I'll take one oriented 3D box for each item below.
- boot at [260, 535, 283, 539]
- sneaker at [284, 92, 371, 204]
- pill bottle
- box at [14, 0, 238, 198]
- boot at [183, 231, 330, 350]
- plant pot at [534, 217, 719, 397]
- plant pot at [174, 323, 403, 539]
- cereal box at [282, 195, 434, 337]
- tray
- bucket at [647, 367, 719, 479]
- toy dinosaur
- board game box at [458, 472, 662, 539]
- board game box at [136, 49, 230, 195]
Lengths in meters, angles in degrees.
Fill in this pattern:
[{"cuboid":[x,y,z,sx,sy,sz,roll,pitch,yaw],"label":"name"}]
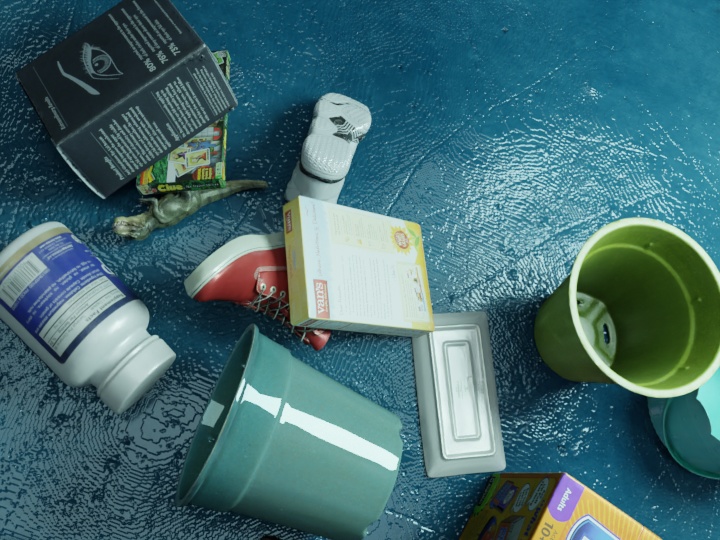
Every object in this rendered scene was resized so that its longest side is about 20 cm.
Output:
[{"cuboid":[-0.050,0.391,0.845,0.198,0.068,0.132,22,77,3],"label":"boot"},{"cuboid":[-0.046,-0.142,0.978,0.074,0.116,0.201,23,38,-5],"label":"sneaker"},{"cuboid":[-0.305,0.056,0.844,0.200,0.120,0.120,44,71,2],"label":"pill bottle"},{"cuboid":[-0.269,-0.209,0.887,0.199,0.105,0.148,-35,59,-5],"label":"box"},{"cuboid":[-0.101,0.036,0.866,0.072,0.199,0.145,-38,82,26],"label":"boot"},{"cuboid":[0.302,0.062,0.933,0.197,0.190,0.203,3,75,-12],"label":"plant pot"},{"cuboid":[-0.070,0.190,0.829,0.194,0.200,0.203,25,71,-12],"label":"plant pot"},{"cuboid":[0.000,0.000,0.914,0.198,0.039,0.146,10,66,-39],"label":"cereal box"},{"cuboid":[0.124,0.151,0.961,0.106,0.022,0.203,-2,76,-13],"label":"tray"},{"cuboid":[0.476,0.165,0.971,0.204,0.135,0.211,3,74,-10],"label":"bucket"},{"cuboid":[-0.220,-0.104,0.947,0.198,0.047,0.089,-25,85,-22],"label":"toy dinosaur"},{"cuboid":[0.214,0.360,0.829,0.199,0.200,0.201,34,72,-1],"label":"board game box"},{"cuboid":[-0.214,-0.185,0.941,0.103,0.024,0.203,-7,61,5],"label":"board game box"}]
